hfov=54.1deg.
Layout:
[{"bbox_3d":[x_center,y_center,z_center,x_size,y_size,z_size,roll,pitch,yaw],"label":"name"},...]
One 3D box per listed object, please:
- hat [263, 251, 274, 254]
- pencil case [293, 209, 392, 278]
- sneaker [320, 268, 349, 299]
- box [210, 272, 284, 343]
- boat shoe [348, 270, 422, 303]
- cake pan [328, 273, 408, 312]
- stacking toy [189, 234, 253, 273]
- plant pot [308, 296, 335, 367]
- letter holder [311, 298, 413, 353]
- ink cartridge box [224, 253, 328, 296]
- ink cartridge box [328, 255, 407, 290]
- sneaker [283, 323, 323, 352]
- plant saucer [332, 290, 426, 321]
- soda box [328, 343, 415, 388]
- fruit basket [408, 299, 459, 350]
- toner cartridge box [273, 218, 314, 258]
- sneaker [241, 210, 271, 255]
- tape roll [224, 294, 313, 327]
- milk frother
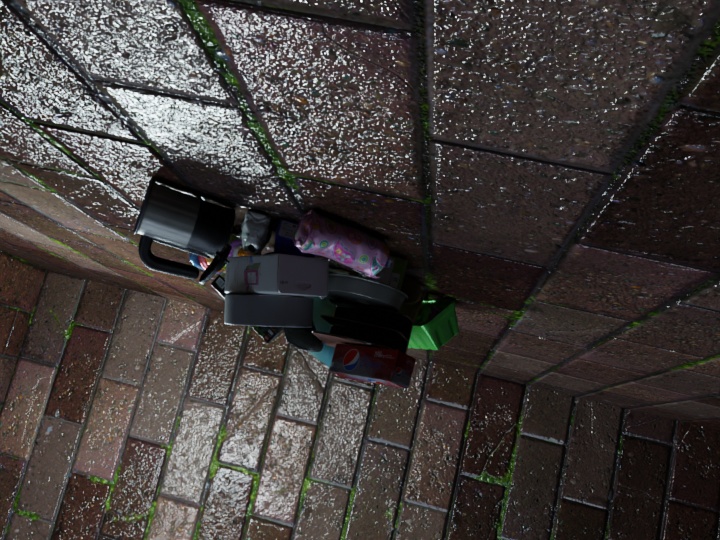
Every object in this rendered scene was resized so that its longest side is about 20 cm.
[{"bbox_3d":[-0.207,0.017,1.746,0.164,0.203,0.176,25,172,-2],"label":"hat"},{"bbox_3d":[-0.035,-0.050,1.415,0.198,0.089,0.087,22,166,-29],"label":"pencil case"},{"bbox_3d":[-0.108,0.029,1.872,0.197,0.089,0.076,16,170,-2],"label":"sneaker"},{"bbox_3d":[-0.271,0.088,1.730,0.200,0.035,0.110,46,-172,3],"label":"box"},{"bbox_3d":[0.065,0.038,1.774,0.197,0.075,0.066,14,180,18],"label":"boat shoe"},{"bbox_3d":[0.008,0.053,1.589,0.197,0.037,0.200,14,168,3],"label":"cake pan"},{"bbox_3d":[-0.306,-0.042,1.691,0.198,0.112,0.115,8,168,40],"label":"stacking toy"},{"bbox_3d":[-0.095,0.151,1.950,0.186,0.202,0.200,26,172,16],"label":"plant pot"},{"bbox_3d":[0.004,0.129,1.610,0.197,0.102,0.142,10,166,20],"label":"letter holder"},{"bbox_3d":[-0.184,0.013,1.548,0.143,0.086,0.198,6,176,-44],"label":"ink cartridge box"},{"bbox_3d":[0.000,0.000,1.637,0.197,0.077,0.148,16,169,0],"label":"ink cartridge box"},{"bbox_3d":[-0.150,0.116,1.694,0.075,0.092,0.200,4,-148,-49],"label":"sneaker"},{"bbox_3d":[0.049,0.106,1.780,0.197,0.201,0.049,11,124,15],"label":"plant saucer"},{"bbox_3d":[0.023,0.207,1.539,0.198,0.071,0.063,1,158,46],"label":"soda box"},{"bbox_3d":[0.146,0.111,1.920,0.215,0.155,0.218,38,147,31],"label":"fruit basket"},{"bbox_3d":[-0.144,-0.052,1.587,0.094,0.044,0.200,20,163,-3],"label":"toner cartridge box"},{"bbox_3d":[-0.238,-0.073,1.570,0.069,0.082,0.200,13,170,-4],"label":"sneaker"},{"bbox_3d":[-0.204,0.091,1.576,0.196,0.067,0.200,3,177,0],"label":"tape roll"},{"bbox_3d":[-0.359,-0.075,1.437,0.186,0.184,0.199,17,171,-21],"label":"milk frother"}]
